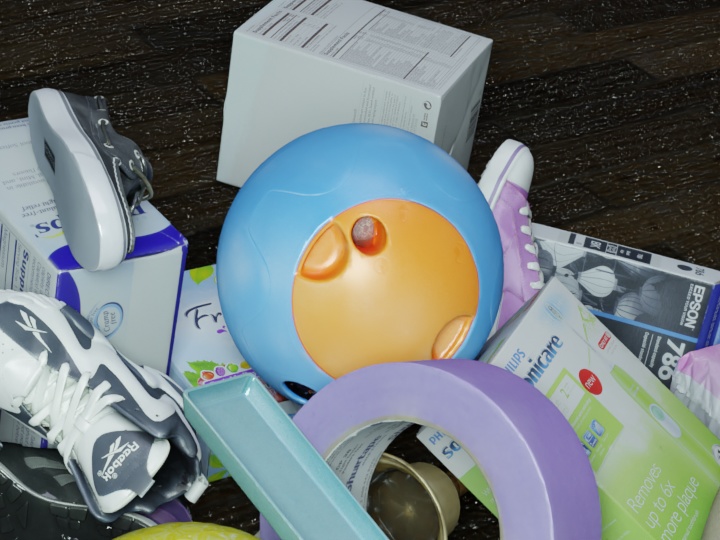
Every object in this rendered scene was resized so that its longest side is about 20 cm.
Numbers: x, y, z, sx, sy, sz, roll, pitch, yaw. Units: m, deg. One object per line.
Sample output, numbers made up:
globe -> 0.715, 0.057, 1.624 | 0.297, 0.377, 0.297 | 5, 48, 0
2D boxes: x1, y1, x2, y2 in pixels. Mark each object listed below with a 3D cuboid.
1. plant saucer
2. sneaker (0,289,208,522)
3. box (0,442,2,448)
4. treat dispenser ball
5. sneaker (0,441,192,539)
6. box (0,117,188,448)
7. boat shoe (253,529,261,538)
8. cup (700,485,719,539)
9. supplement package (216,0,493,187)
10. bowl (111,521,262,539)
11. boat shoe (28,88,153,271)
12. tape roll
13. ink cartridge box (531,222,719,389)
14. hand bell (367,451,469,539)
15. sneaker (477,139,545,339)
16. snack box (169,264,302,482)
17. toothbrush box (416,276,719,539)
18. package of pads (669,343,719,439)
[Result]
plant saucer -> -0.029, 0.143, 1.062 | 0.200, 0.019, 0.070 | 50, 30, 19
sneaker -> -0.173, 0.091, 1.127 | 0.199, 0.080, 0.130 | 39, 4, -34
box -> -0.344, 0.088, 1.144 | 0.107, 0.149, 0.200 | 41, 3, -47
treat dispenser ball -> 0.000, 0.000, 1.239 | 0.198, 0.203, 0.202 | 7, 32, -4
sneaker -> -0.208, 0.152, 1.197 | 0.198, 0.076, 0.088 | 22, 22, 6
box -> -0.225, 0.018, 1.283 | 0.104, 0.186, 0.200 | -13, 39, -35
boat shoe -> -0.083, 0.232, 1.113 | 0.063, 0.073, 0.200 | 39, 35, -1
cup -> 0.291, 0.187, 1.123 | 0.198, 0.202, 0.144 | 4, 43, -10
supplement package -> -0.006, -0.147, 1.634 | 0.198, 0.153, 0.151 | 19, 32, 14
bowl -> -0.073, 0.219, 0.997 | 0.199, 0.108, 0.202 | 21, 49, -26
boat shoe -> -0.171, -0.065, 1.197 | 0.066, 0.071, 0.200 | -5, 28, -21
tape roll -> 0.042, 0.156, 1.109 | 0.199, 0.202, 0.085 | 27, 12, 26
ink cartridge box -> 0.220, 0.035, 1.460 | 0.198, 0.101, 0.039 | 14, 20, 7
hand bell -> 0.063, 0.154, 1.267 | 0.103, 0.105, 0.199 | 27, 22, 25
sneaker -> 0.130, 0.005, 1.411 | 0.113, 0.203, 0.073 | 15, 3, 15
snack box -> -0.067, 0.063, 1.365 | 0.198, 0.068, 0.169 | -11, 40, -32
toothbrush box -> 0.156, 0.127, 1.235 | 0.200, 0.086, 0.146 | 44, 36, 1
package of pads -> 0.353, 0.102, 1.417 | 0.198, 0.076, 0.121 | -11, 40, -30
